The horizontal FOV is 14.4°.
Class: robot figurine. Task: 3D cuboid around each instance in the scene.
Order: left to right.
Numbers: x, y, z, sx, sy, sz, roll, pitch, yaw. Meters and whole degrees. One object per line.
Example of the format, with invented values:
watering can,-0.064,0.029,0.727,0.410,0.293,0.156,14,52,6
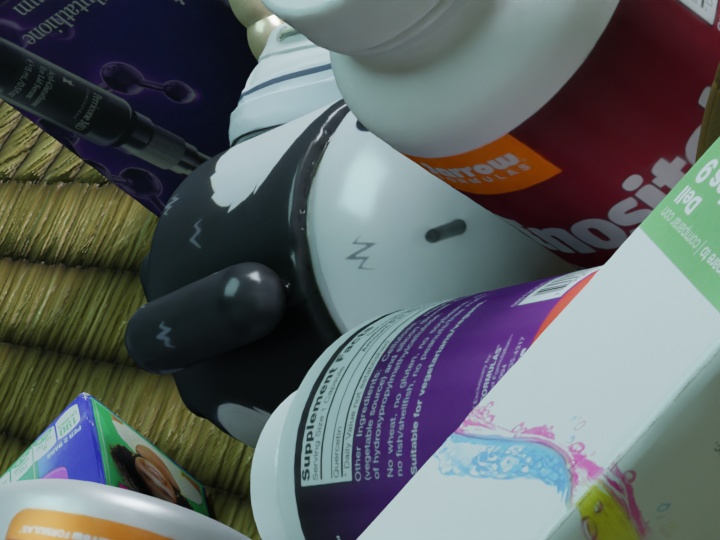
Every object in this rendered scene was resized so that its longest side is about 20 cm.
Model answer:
robot figurine,0.000,-0.002,1.039,0.200,0.125,0.150,-19,39,52

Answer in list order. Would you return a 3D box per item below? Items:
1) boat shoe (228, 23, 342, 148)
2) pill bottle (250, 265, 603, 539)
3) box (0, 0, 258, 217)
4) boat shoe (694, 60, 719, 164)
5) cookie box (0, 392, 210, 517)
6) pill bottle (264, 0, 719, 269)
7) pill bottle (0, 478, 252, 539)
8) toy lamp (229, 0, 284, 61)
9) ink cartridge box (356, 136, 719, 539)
boat shoe,0.029,-0.084,1.077,0.200,0.074,0.067,-7,65,36
pill bottle,0.050,0.061,0.875,0.200,0.112,0.112,-14,43,56
box,-0.090,-0.127,1.290,0.148,0.200,0.104,-29,32,44
boat shoe,0.161,-0.078,0.775,0.072,0.072,0.200,41,112,51
cookie box,-0.128,0.168,1.093,0.171,0.075,0.200,-46,25,11
pill bottle,0.065,-0.069,0.882,0.113,0.200,0.113,-30,45,35
pill bottle,-0.097,0.176,0.894,0.113,0.113,0.200,-18,51,52
toy lamp,-0.037,-0.101,1.183,0.058,0.200,0.058,-23,-2,-1
ink cartridge box,0.094,0.082,0.722,0.200,0.145,0.088,-50,23,6
